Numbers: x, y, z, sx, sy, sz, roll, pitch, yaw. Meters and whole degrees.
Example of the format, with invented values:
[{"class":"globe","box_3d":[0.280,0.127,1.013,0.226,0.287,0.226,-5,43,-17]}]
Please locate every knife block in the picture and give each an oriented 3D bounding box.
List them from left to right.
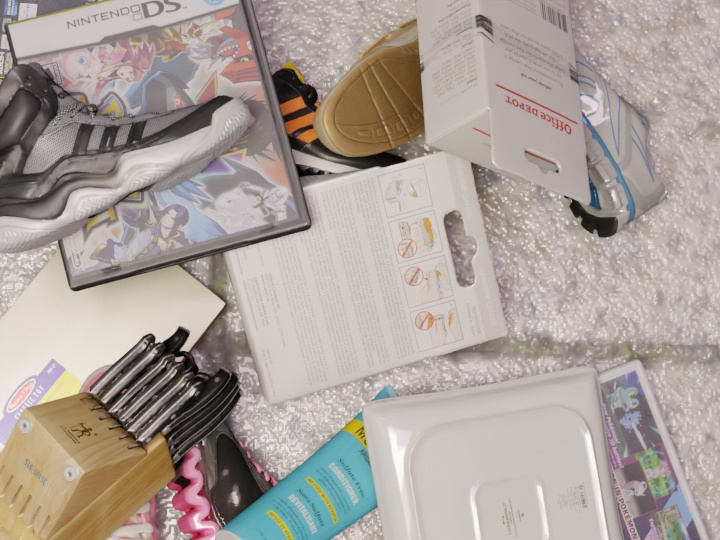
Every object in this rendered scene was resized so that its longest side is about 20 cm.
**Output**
[{"class":"knife block","box_3d":[-0.173,0.135,0.905,0.064,0.175,0.201,41,113,22]}]

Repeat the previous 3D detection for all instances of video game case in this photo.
[{"class":"video game case","box_3d":[-0.147,-0.105,0.947,0.179,0.026,0.202,-15,84,-7]},{"class":"video game case","box_3d":[0.176,0.196,1.035,0.181,0.023,0.202,-19,84,-8]}]

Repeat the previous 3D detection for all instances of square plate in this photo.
[{"class":"square plate","box_3d":[0.111,0.185,0.992,0.196,0.028,0.202,-8,85,-14]}]

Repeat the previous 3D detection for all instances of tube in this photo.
[{"class":"tube","box_3d":[-0.022,0.166,0.985,0.199,0.050,0.078,-32,91,-38]}]

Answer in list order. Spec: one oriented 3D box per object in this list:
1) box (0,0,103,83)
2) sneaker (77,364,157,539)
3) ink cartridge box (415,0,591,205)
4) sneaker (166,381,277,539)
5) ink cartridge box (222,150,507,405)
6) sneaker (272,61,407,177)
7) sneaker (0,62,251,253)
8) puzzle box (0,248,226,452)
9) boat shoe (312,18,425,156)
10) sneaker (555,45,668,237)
[{"class":"box","box_3d":[-0.202,-0.130,0.984,0.156,0.051,0.202,5,82,-5]},{"class":"sneaker","box_3d":[-0.175,0.174,0.950,0.075,0.104,0.202,8,89,-25]},{"class":"ink cartridge box","box_3d":[0.105,-0.143,0.974,0.115,0.068,0.202,17,61,-39]},{"class":"sneaker","box_3d":[-0.094,0.174,0.997,0.095,0.079,0.202,-11,85,-23]},{"class":"ink cartridge box","box_3d":[0.000,0.000,1.008,0.198,0.050,0.162,-17,106,-9]},{"class":"sneaker","box_3d":[-0.046,-0.120,1.039,0.198,0.070,0.091,14,83,-1]},{"class":"sneaker","box_3d":[-0.181,-0.100,0.892,0.199,0.075,0.115,-27,89,-5]},{"class":"puzzle box","box_3d":[-0.217,0.064,1.018,0.133,0.025,0.200,38,80,1]},{"class":"boat shoe","box_3d":[0.028,-0.148,1.028,0.200,0.069,0.074,-39,109,-34]},{"class":"sneaker","box_3d":[0.190,-0.130,1.073,0.086,0.075,0.201,-21,84,-26]}]
